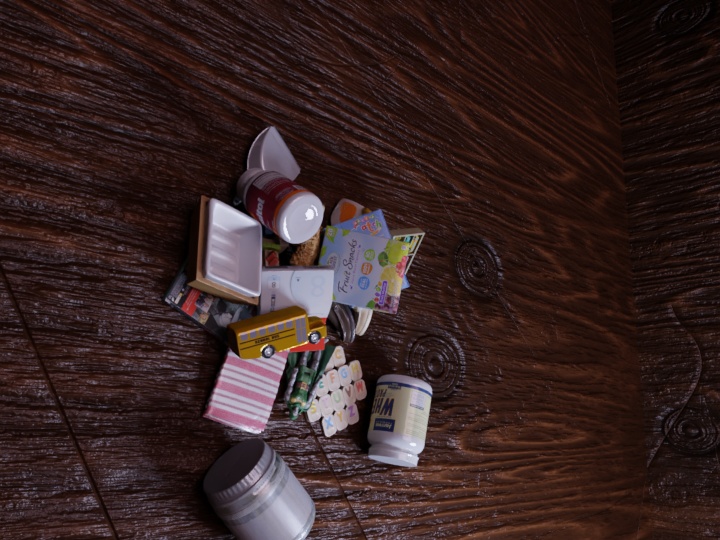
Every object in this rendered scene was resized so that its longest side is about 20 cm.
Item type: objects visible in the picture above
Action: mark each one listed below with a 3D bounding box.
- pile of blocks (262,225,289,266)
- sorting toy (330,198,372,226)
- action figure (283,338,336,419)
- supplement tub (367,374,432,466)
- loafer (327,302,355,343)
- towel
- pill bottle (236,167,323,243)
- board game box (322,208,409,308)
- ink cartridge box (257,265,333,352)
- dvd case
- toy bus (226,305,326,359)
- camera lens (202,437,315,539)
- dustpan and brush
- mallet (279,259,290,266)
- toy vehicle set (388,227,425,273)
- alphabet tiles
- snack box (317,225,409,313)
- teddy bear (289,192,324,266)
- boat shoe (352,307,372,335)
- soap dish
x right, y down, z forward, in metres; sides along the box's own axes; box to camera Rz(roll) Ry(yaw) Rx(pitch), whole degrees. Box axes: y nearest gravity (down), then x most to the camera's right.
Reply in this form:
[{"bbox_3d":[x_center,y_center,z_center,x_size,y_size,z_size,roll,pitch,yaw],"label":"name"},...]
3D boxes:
[{"bbox_3d":[-0.193,-0.080,1.414,0.082,0.062,0.201,31,52,-21],"label":"pile of blocks"},{"bbox_3d":[-0.012,-0.050,1.599,0.200,0.107,0.180,45,72,-29],"label":"sorting toy"},{"bbox_3d":[-0.127,0.243,1.422,0.118,0.055,0.201,22,64,-15],"label":"action figure"},{"bbox_3d":[0.096,0.375,1.560,0.145,0.145,0.201,30,61,-37],"label":"supplement tub"},{"bbox_3d":[-0.069,0.087,1.524,0.071,0.073,0.201,-20,97,-12],"label":"loafer"},{"bbox_3d":[-0.240,0.232,1.325,0.146,0.030,0.201,30,69,-35],"label":"towel"},{"bbox_3d":[-0.178,-0.145,1.330,0.113,0.200,0.113,-24,130,-31],"label":"pill bottle"},{"bbox_3d":[0.012,-0.029,1.507,0.151,0.037,0.201,-19,87,-8],"label":"board game box"},{"bbox_3d":[-0.144,0.090,1.366,0.159,0.047,0.201,-1,103,-20],"label":"ink cartridge box"},{"bbox_3d":[-0.303,0.058,1.319,0.200,0.022,0.146,41,55,-30],"label":"dvd case"},{"bbox_3d":[-0.172,0.128,1.304,0.199,0.065,0.079,-15,107,-28],"label":"toy bus"},{"bbox_3d":[-0.196,0.457,1.240,0.160,0.160,0.201,-47,114,-40],"label":"camera lens"},{"bbox_3d":[-0.229,-0.219,1.439,0.140,0.057,0.200,58,41,-33],"label":"dustpan and brush"},{"bbox_3d":[-0.130,0.065,1.452,0.066,0.041,0.201,-28,90,-48],"label":"mallet"},{"bbox_3d":[0.082,-0.018,1.622,0.124,0.027,0.201,-10,133,-45],"label":"toy vehicle set"},{"bbox_3d":[-0.063,0.290,1.513,0.199,0.015,0.197,-14,91,-45],"label":"alphabet tiles"},{"bbox_3d":[0.000,0.000,1.449,0.199,0.068,0.170,11,85,-2],"label":"snack box"},{"bbox_3d":[-0.116,-0.081,1.421,0.145,0.066,0.201,45,50,-64],"label":"teddy bear"},{"bbox_3d":[-0.006,0.063,1.564,0.069,0.074,0.201,7,98,-24],"label":"boat shoe"},{"bbox_3d":[-0.280,-0.035,1.285,0.157,0.081,0.201,28,46,-43],"label":"soap dish"}]
